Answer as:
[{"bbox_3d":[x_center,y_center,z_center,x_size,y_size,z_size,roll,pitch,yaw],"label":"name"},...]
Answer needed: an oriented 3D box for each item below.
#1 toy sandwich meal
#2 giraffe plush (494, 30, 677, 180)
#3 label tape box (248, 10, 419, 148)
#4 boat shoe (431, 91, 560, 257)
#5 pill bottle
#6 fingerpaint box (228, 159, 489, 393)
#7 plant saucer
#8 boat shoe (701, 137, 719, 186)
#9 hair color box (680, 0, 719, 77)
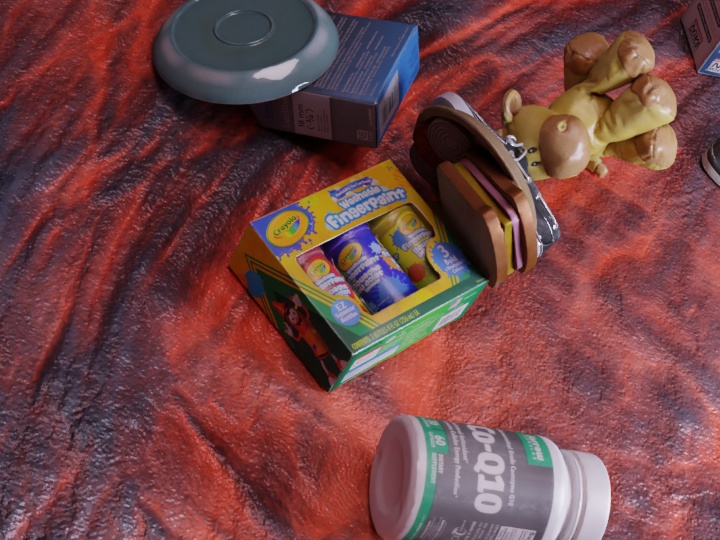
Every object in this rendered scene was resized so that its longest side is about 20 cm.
[{"bbox_3d":[0.105,-0.071,1.576,0.070,0.206,0.206,-33,73,-20],"label":"toy sandwich meal"},{"bbox_3d":[0.226,-0.157,1.706,0.161,0.199,0.174,-26,93,-33],"label":"giraffe plush"},{"bbox_3d":[-0.052,-0.214,1.666,0.198,0.064,0.145,12,46,16],"label":"label tape box"},{"bbox_3d":[0.147,-0.106,1.640,0.068,0.073,0.200,-35,93,-26],"label":"boat shoe"},{"bbox_3d":[0.117,0.199,1.409,0.198,0.113,0.114,10,51,-19],"label":"pill bottle"},{"bbox_3d":[0.000,0.000,1.531,0.199,0.074,0.167,-26,69,-39],"label":"fingerpaint box"},{"bbox_3d":[-0.122,-0.247,1.640,0.198,0.028,0.201,-2,44,2],"label":"plant saucer"},{"bbox_3d":[0.499,-0.091,1.860,0.200,0.062,0.073,43,48,9],"label":"boat shoe"},{"bbox_3d":[0.485,-0.346,1.957,0.060,0.200,0.101,8,52,-20],"label":"hair color box"}]
